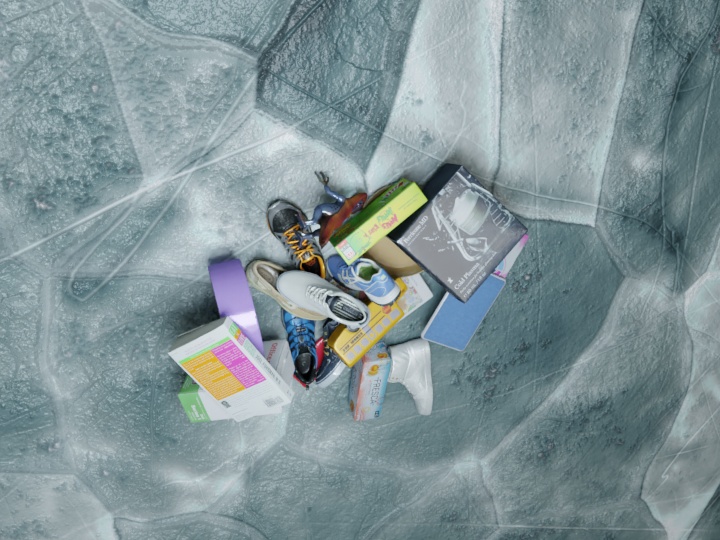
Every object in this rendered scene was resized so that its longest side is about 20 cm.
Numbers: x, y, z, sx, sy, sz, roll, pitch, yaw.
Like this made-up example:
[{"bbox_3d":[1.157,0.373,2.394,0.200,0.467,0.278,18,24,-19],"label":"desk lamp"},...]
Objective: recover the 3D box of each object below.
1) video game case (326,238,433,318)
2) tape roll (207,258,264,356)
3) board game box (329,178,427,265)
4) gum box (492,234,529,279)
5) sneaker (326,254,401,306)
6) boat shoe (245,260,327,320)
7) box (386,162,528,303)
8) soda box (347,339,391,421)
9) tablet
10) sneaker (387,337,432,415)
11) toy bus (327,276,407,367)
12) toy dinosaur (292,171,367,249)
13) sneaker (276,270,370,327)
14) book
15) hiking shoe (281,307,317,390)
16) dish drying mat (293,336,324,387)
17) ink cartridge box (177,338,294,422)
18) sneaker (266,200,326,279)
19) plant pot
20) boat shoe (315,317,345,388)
[{"bbox_3d":[0.037,0.046,1.469,0.199,0.023,0.182,-36,114,-1],"label":"video game case"},{"bbox_3d":[-0.241,0.081,1.293,0.065,0.200,0.201,-14,118,-13],"label":"tape roll"},{"bbox_3d":[0.031,-0.100,1.332,0.200,0.102,0.048,-39,106,-1],"label":"board game box"},{"bbox_3d":[0.281,-0.031,1.507,0.113,0.066,0.201,19,107,-27],"label":"gum box"},{"bbox_3d":[0.000,0.000,1.350,0.076,0.199,0.077,-46,133,-21],"label":"sneaker"},{"bbox_3d":[-0.140,0.041,1.364,0.199,0.065,0.072,33,70,-17],"label":"boat shoe"},{"bbox_3d":[0.192,-0.078,1.359,0.196,0.124,0.200,40,92,-13],"label":"box"},{"bbox_3d":[0.019,0.253,1.524,0.068,0.064,0.201,-5,130,-17],"label":"soda box"},{"bbox_3d":[0.231,0.085,1.500,0.129,0.014,0.201,20,108,-28],"label":"tablet"},{"bbox_3d":[0.108,0.260,1.586,0.115,0.074,0.202,-10,108,-13],"label":"sneaker"},{"bbox_3d":[0.021,0.101,1.378,0.200,0.065,0.078,-43,100,-11],"label":"toy bus"},{"bbox_3d":[-0.043,-0.100,1.296,0.181,0.200,0.106,-21,136,-26],"label":"toy dinosaur"},{"bbox_3d":[-0.070,0.051,1.301,0.199,0.071,0.073,21,81,0],"label":"sneaker"},{"bbox_3d":[-0.231,0.183,1.208,0.133,0.048,0.200,-23,117,26],"label":"book"},{"bbox_3d":[-0.121,0.147,1.428,0.074,0.087,0.201,-12,108,-14],"label":"hiking shoe"},{"bbox_3d":[-0.071,0.181,1.509,0.200,0.018,0.077,-40,120,2],"label":"dish drying mat"},{"bbox_3d":[-0.245,0.222,1.351,0.198,0.146,0.085,-8,120,12],"label":"ink cartridge box"},{"bbox_3d":[-0.120,-0.053,1.346,0.078,0.077,0.201,-32,119,-1],"label":"sneaker"},{"bbox_3d":[0.086,-0.085,1.414,0.198,0.027,0.202,-2,102,-11],"label":"plant pot"},{"bbox_3d":[-0.059,0.159,1.450,0.091,0.071,0.201,34,103,-14],"label":"boat shoe"}]
